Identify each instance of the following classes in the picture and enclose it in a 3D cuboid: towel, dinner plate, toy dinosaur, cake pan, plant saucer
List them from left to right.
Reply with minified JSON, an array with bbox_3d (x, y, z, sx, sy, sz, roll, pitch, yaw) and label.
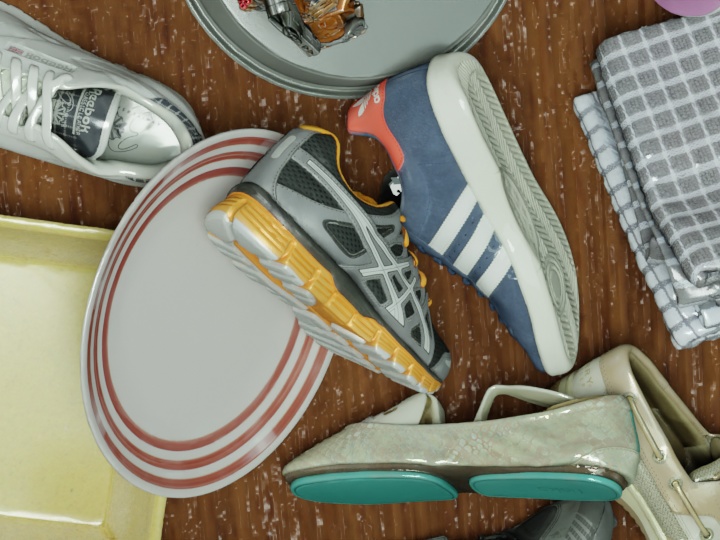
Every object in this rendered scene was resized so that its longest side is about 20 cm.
[{"bbox_3d":[-0.198,0.065,1.157,0.200,0.048,0.200,8,99,-11],"label":"plant saucer"},{"bbox_3d":[-0.078,0.021,1.132,0.200,0.024,0.200,-25,125,-43],"label":"dinner plate"},{"bbox_3d":[-0.044,-0.181,1.033,0.102,0.200,0.136,-7,67,-1],"label":"toy dinosaur"},{"bbox_3d":[-0.004,-0.189,1.146,0.200,0.037,0.200,-2,101,-9],"label":"cake pan"},{"bbox_3d":[0.231,-0.069,1.153,0.200,0.086,0.166,-17,70,-5],"label":"towel"}]

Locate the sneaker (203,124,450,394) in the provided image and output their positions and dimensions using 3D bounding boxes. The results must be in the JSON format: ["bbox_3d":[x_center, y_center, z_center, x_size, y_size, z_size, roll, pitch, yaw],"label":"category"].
[{"bbox_3d":[0.000,0.000,1.137,0.077,0.078,0.200,-59,140,-14],"label":"sneaker"}]

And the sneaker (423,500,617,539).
[{"bbox_3d":[0.052,0.181,1.211,0.200,0.066,0.091,-40,107,2],"label":"sneaker"}]

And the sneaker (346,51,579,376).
[{"bbox_3d":[0.056,-0.024,1.178,0.084,0.075,0.200,-16,115,21],"label":"sneaker"}]

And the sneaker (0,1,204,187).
[{"bbox_3d":[-0.175,-0.094,1.114,0.200,0.081,0.076,15,100,-10],"label":"sneaker"}]

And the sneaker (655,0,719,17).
[{"bbox_3d":[0.161,-0.236,1.148,0.088,0.080,0.200,-31,91,-29],"label":"sneaker"}]

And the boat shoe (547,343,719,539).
[{"bbox_3d":[0.192,0.125,1.214,0.065,0.072,0.200,-37,101,31],"label":"boat shoe"}]

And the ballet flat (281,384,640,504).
[{"bbox_3d":[0.056,0.096,1.187,0.200,0.067,0.062,-1,67,15],"label":"ballet flat"}]
